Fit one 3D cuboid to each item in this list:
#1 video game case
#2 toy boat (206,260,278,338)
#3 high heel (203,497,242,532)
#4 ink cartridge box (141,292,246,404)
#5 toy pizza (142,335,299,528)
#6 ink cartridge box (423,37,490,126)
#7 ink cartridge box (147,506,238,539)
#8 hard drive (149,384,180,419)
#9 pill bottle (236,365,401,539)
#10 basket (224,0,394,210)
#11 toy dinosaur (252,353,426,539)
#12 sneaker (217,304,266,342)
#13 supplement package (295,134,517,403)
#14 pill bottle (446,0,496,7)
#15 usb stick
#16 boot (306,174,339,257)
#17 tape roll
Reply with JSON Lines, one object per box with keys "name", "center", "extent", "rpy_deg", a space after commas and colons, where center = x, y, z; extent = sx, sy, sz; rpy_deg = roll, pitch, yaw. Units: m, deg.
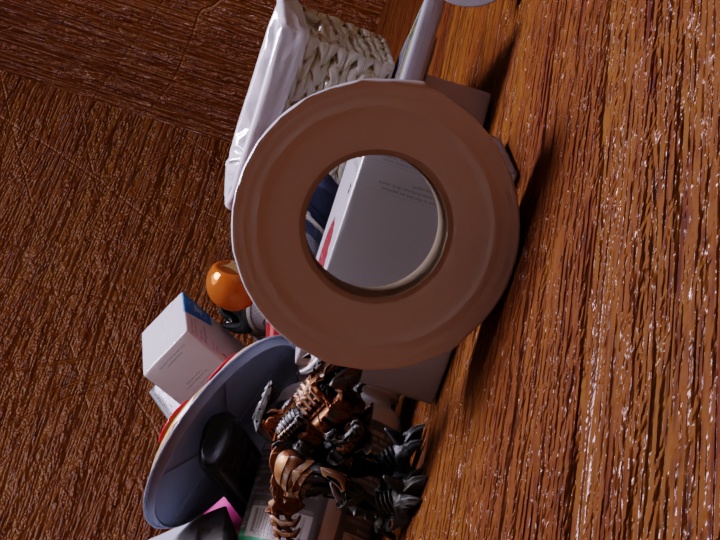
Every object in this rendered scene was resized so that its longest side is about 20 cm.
{"name": "video game case", "center": [0.030, -0.137, 1.401], "extent": [0.182, 0.022, 0.201], "rpy_deg": [123, 164, -77]}
{"name": "toy boat", "center": [-0.082, 0.012, 1.406], "extent": [0.130, 0.130, 0.201], "rpy_deg": [161, 111, -66]}
{"name": "high heel", "center": [-0.082, 0.176, 1.399], "extent": [0.096, 0.200, 0.067], "rpy_deg": [45, -162, -53]}
{"name": "ink cartridge box", "center": [-0.131, 0.125, 1.543], "extent": [0.067, 0.200, 0.116], "rpy_deg": [-46, 20, 8]}
{"name": "toy pizza", "center": [-0.125, 0.136, 1.291], "extent": [0.200, 0.032, 0.200], "rpy_deg": [-46, -22, -25]}
{"name": "ink cartridge box", "center": [0.066, -0.101, 1.390], "extent": [0.116, 0.066, 0.201], "rpy_deg": [119, 167, -69]}
{"name": "ink cartridge box", "center": [-0.118, 0.324, 1.285], "extent": [0.146, 0.083, 0.201], "rpy_deg": [-120, 8, -84]}
{"name": "hard drive", "center": [-0.125, 0.199, 1.551], "extent": [0.033, 0.200, 0.139], "rpy_deg": [-46, -34, 8]}
{"name": "pill bottle", "center": [-0.029, 0.164, 1.279], "extent": [0.113, 0.113, 0.201], "rpy_deg": [124, 163, -73]}
{"name": "basket", "center": [-0.053, -0.156, 1.501], "extent": [0.136, 0.123, 0.201], "rpy_deg": [-100, 27, -66]}
{"name": "toy dinosaur", "center": [-0.023, 0.144, 1.157], "extent": [0.102, 0.135, 0.200], "rpy_deg": [-79, 8, -45]}
{"name": "sneaker", "center": [-0.108, 0.039, 1.585], "extent": [0.200, 0.087, 0.074], "rpy_deg": [139, 148, -81]}
{"name": "supplement package", "center": [0.031, -0.018, 1.192], "extent": [0.121, 0.119, 0.201], "rpy_deg": [-95, 23, -72]}
{"name": "pill bottle", "center": [0.113, -0.345, 1.446], "extent": [0.200, 0.114, 0.115], "rpy_deg": [-79, 8, -52]}
{"name": "usb stick", "center": [-0.104, 0.176, 1.292], "extent": [0.200, 0.032, 0.056], "rpy_deg": [73, -147, -65]}
{"name": "boot", "center": [0.000, 0.000, 1.312], "extent": [0.090, 0.200, 0.073], "rpy_deg": [-52, 33, -7]}
{"name": "tape roll", "center": [0.009, -0.034, 1.045], "extent": [0.071, 0.202, 0.203], "rpy_deg": [-115, 42, -84]}
